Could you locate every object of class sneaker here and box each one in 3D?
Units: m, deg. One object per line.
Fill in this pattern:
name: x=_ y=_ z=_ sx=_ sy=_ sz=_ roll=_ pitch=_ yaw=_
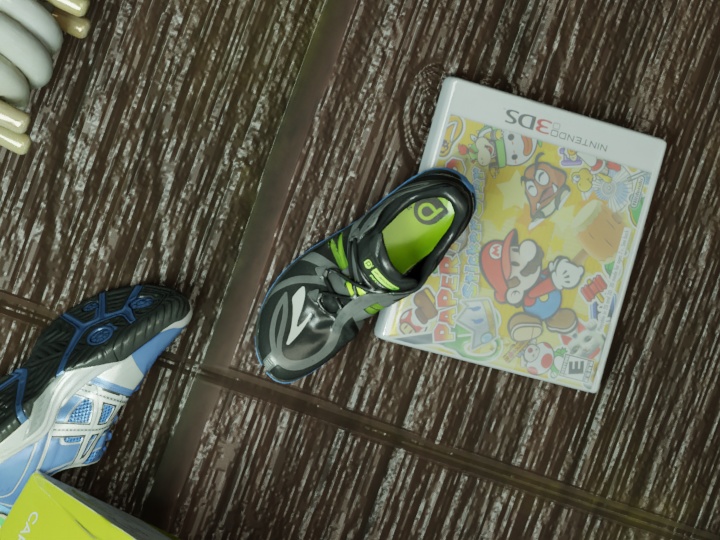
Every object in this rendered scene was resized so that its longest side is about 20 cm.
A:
sneaker: x=0.001 y=0.000 z=1.659 sx=0.200 sy=0.083 sz=0.071 roll=-42 pitch=94 yaw=3
sneaker: x=-0.197 y=0.085 z=1.627 sx=0.200 sy=0.076 sz=0.077 roll=-39 pitch=125 yaw=-13

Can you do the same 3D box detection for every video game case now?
video game case: x=0.121 y=-0.025 z=1.736 sx=0.182 sy=0.023 sz=0.200 roll=15 pitch=92 yaw=-19

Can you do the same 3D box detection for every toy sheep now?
toy sheep: x=-0.256 y=-0.161 z=1.543 sx=0.138 sy=0.138 sz=0.200 roll=31 pitch=72 yaw=-19

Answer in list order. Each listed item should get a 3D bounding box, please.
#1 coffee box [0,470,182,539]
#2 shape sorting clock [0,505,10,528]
coffee box: x=-0.152 y=0.282 z=1.565 sx=0.198 sy=0.200 sz=0.200 roll=32 pitch=85 yaw=-40
shape sorting clock: x=-0.291 y=0.246 z=1.627 sx=0.200 sy=0.039 sz=0.200 roll=-2 pitch=98 yaw=-17
